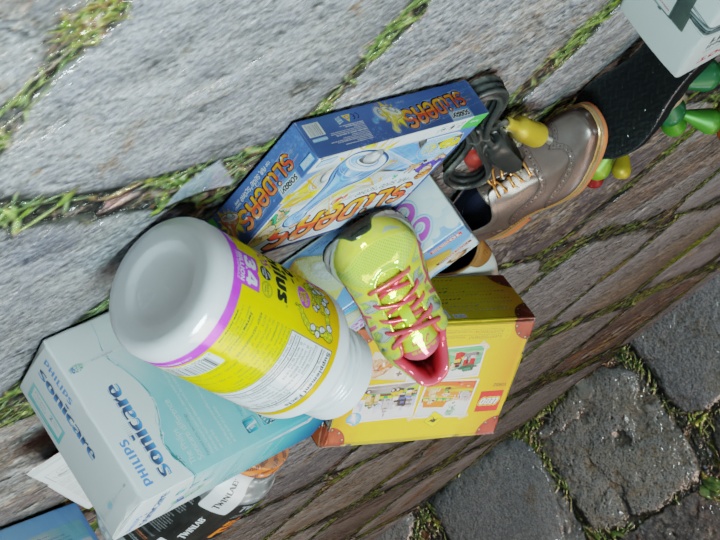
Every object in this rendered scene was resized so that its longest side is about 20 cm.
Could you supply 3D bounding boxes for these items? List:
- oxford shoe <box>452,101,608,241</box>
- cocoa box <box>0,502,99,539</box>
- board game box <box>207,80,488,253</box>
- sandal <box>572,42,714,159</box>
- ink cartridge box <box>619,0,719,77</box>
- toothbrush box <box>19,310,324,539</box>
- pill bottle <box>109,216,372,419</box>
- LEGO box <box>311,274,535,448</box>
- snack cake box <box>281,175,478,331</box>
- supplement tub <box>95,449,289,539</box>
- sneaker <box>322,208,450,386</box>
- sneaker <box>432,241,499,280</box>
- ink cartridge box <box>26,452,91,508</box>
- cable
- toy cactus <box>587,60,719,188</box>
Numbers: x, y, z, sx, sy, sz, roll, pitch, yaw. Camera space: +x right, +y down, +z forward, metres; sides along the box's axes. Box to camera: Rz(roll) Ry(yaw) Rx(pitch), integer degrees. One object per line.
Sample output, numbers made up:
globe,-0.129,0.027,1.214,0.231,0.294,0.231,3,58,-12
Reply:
oxford shoe,0.149,-0.083,1.582,0.073,0.071,0.200,-14,157,-44
cocoa box,-0.351,0.339,1.721,0.131,0.133,0.200,-43,165,32
board game box,-0.010,-0.074,1.286,0.200,0.034,0.135,-20,161,-47
sandal,0.265,-0.168,1.536,0.048,0.075,0.200,-12,154,-49
ink cartridge box,0.300,-0.249,1.314,0.147,0.083,0.200,-30,167,-17
toothbrush box,-0.136,0.093,1.331,0.200,0.146,0.085,-26,165,-36
pill bottle,-0.078,0.043,1.232,0.104,0.104,0.200,-38,141,18
LEGO box,0.051,0.087,1.675,0.200,0.077,0.149,-1,126,-28
snack cake box,0.000,0.000,1.512,0.200,0.067,0.115,-36,166,5
supplement tub,-0.167,0.208,1.732,0.200,0.123,0.123,-43,165,34
sneaker,0.035,0.026,1.402,0.078,0.090,0.200,-31,144,0
sneaker,0.038,0.015,1.717,0.200,0.073,0.085,-24,131,-7
ink cartridge box,-0.215,0.140,1.554,0.163,0.057,0.200,-33,159,-3
cable,0.096,-0.119,1.428,0.097,0.050,0.200,-20,158,13
toy cactus,0.297,-0.155,1.671,0.200,0.102,0.165,-27,158,7
